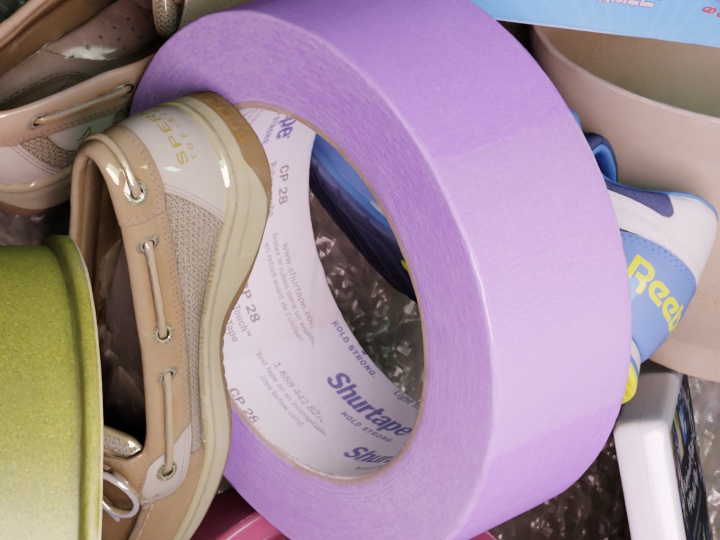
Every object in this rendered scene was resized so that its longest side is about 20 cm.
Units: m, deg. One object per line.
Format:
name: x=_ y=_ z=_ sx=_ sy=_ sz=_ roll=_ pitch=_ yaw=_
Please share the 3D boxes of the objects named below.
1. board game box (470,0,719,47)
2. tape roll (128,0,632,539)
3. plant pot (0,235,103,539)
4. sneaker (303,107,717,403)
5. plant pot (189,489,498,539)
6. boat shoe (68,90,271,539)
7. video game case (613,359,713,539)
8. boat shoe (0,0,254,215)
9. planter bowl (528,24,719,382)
board game box: x=0.083 y=-0.163 z=0.885 sx=0.200 sy=0.196 sz=0.056 roll=3 pitch=126 yaw=-29
tape roll: x=0.000 y=0.000 z=0.801 sx=0.066 sy=0.200 sz=0.200 roll=-20 pitch=99 yaw=-37
plant pot: x=-0.196 y=0.081 z=0.739 sx=0.193 sy=0.200 sz=0.200 roll=4 pitch=87 yaw=-16
sneaker: x=0.049 y=-0.025 z=0.866 sx=0.082 sy=0.200 sz=0.074 roll=-49 pitch=143 yaw=-12
plant pot: x=0.016 y=0.181 z=0.845 sx=0.200 sy=0.179 sz=0.200 roll=0 pitch=90 yaw=-28
boat shoe: x=-0.084 y=0.030 z=0.809 sx=0.063 sy=0.073 sz=0.201 roll=-19 pitch=140 yaw=-38
video game case: x=0.129 y=0.133 z=0.916 sx=0.023 sy=0.200 sz=0.182 roll=-8 pitch=94 yaw=11
boat shoe: x=-0.068 y=-0.099 z=0.854 sx=0.071 sy=0.065 sz=0.200 roll=40 pitch=68 yaw=18
planter bowl: x=0.163 y=-0.036 z=0.938 sx=0.200 sy=0.200 sz=0.135 roll=-13 pitch=121 yaw=-28
